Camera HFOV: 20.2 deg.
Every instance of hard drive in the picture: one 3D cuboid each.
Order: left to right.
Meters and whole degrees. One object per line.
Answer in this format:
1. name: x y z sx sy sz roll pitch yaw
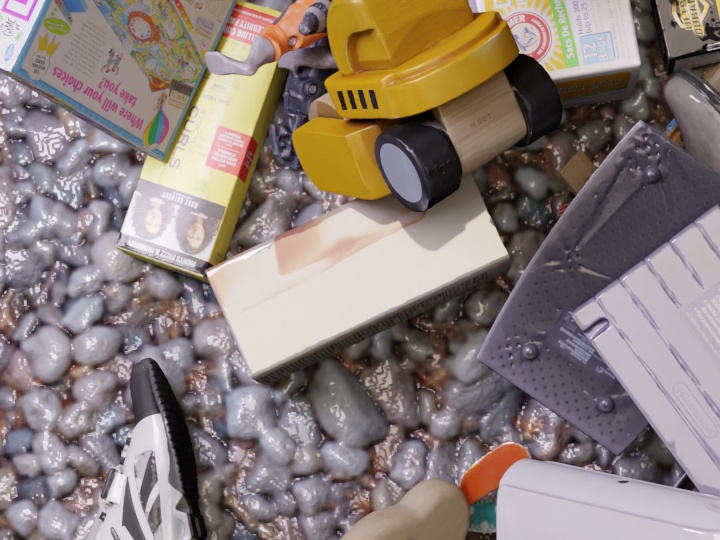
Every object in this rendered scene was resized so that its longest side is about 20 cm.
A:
1. hard drive: 0.184 0.011 1.391 0.134 0.042 0.201 33 103 -1

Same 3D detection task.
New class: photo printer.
1. photo printer: 0.187 0.222 1.343 0.199 0.069 0.168 10 110 36

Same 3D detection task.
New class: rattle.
1. rattle: 0.018 0.193 1.443 0.130 0.142 0.201 44 70 -23

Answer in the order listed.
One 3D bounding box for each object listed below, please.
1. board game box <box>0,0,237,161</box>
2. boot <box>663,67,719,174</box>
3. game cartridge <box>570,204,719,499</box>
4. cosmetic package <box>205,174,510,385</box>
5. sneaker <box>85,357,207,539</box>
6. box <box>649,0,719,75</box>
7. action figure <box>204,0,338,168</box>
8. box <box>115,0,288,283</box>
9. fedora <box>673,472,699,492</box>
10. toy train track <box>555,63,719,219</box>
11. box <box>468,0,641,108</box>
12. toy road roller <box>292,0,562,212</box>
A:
1. board game box: -0.166 -0.168 1.372 0.034 0.200 0.135 23 86 27
2. boot: 0.232 -0.029 1.421 0.130 0.068 0.201 -30 97 0
3. game cartridge: 0.249 0.072 1.341 0.129 0.038 0.201 -36 86 2
4. cosmetic package: 0.000 0.000 1.433 0.198 0.103 0.088 -24 82 0
5. sneaker: -0.159 0.163 1.435 0.088 0.074 0.202 -12 74 7
6. box: 0.278 -0.259 1.471 0.158 0.049 0.202 -13 81 4
7. action figure: -0.019 -0.159 1.421 0.104 0.193 0.202 23 106 35
8. box: -0.110 -0.097 1.479 0.075 0.050 0.202 19 84 8
9. fedora: 0.287 0.213 1.388 0.175 0.090 0.202 3 83 5
10. toy train track: 0.202 -0.071 1.456 0.200 0.032 0.115 -48 115 -11
11. box: 0.129 -0.221 1.451 0.111 0.101 0.202 -10 82 2
12. toy road roller: 0.029 -0.134 1.342 0.122 0.200 0.147 -32 108 -22
